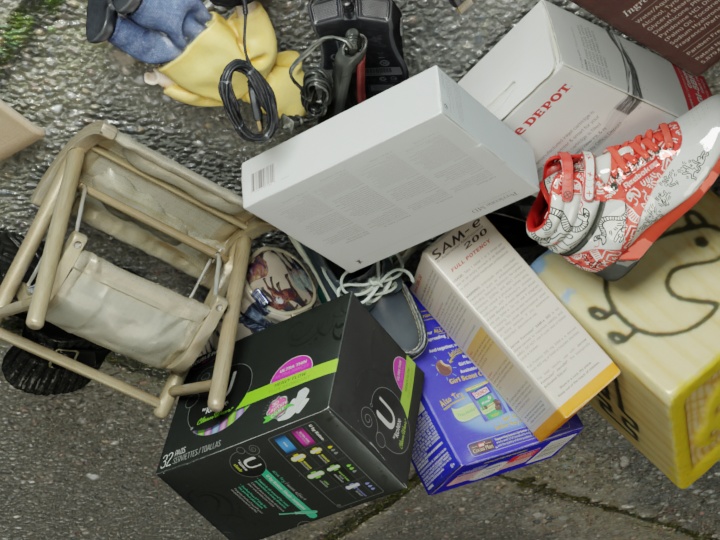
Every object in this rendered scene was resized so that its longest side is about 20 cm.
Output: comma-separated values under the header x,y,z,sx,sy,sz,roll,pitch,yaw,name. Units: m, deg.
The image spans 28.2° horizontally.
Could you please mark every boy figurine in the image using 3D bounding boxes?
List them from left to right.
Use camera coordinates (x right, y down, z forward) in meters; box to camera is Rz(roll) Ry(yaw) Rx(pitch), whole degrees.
x,y,z,sx,sy,sz,roll,pitch,yaw,name
-0.116,-0.181,1.153,0.200,0.065,0.124,21,135,-34,boy figurine

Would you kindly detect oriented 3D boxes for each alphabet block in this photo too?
x,y,z,sx,sy,sz,roll,pitch,yaw,name
0.301,0.051,1.377,0.195,0.200,0.196,-40,145,-10,alphabet block

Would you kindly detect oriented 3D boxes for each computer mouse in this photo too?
x,y,z,sx,sy,sz,roll,pitch,yaw,name
-0.092,-0.195,1.095,0.059,0.034,0.200,-15,114,-29,computer mouse
0.024,-0.206,1.139,0.140,0.046,0.200,-4,153,13,computer mouse

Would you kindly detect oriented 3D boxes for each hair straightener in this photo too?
x,y,z,sx,sy,sz,roll,pitch,yaw,name
-0.026,-0.130,1.165,0.077,0.041,0.200,-29,162,-15,hair straightener

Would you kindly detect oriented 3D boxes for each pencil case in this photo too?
x,y,z,sx,sy,sz,roll,pitch,yaw,name
-0.118,0.071,1.414,0.078,0.090,0.200,1,140,-36,pencil case

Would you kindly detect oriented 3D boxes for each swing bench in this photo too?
x,y,z,sx,sy,sz,roll,pitch,yaw,name
-0.201,0.003,1.281,0.199,0.200,0.130,29,157,-28,swing bench

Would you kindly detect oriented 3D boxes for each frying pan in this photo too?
x,y,z,sx,sy,sz,roll,pitch,yaw,name
0.135,-0.052,1.347,0.115,0.031,0.190,14,165,-17,frying pan

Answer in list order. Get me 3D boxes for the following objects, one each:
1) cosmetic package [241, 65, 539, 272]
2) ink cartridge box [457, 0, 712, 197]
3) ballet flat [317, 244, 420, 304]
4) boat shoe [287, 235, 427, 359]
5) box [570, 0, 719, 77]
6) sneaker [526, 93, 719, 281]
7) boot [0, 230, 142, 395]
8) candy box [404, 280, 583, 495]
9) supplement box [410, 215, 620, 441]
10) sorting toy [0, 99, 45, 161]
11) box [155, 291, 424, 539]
x,y,z,sx,sy,sz,roll,pitch,yaw,name
0.025,-0.078,1.191,0.200,0.052,0.151,-23,143,29,cosmetic package
0.193,-0.133,1.258,0.200,0.083,0.147,19,137,-32,ink cartridge box
0.023,-0.026,1.407,0.064,0.067,0.200,-15,156,-41,ballet flat
0.000,0.000,1.335,0.075,0.200,0.062,-33,-176,-16,boat shoe
0.216,-0.274,0.998,0.200,0.166,0.164,22,136,-35,box
0.223,-0.083,1.203,0.108,0.067,0.201,24,124,-17,sneaker
-0.326,0.050,1.417,0.211,0.080,0.158,20,136,-34,boot
0.101,0.105,1.431,0.169,0.200,0.077,-10,153,-37,candy box
0.140,0.053,1.342,0.073,0.200,0.126,-38,170,-13,supplement box
-0.397,-0.127,1.205,0.185,0.037,0.200,-25,145,22,sorting toy
-0.061,0.139,1.314,0.200,0.149,0.124,-25,124,28,box
